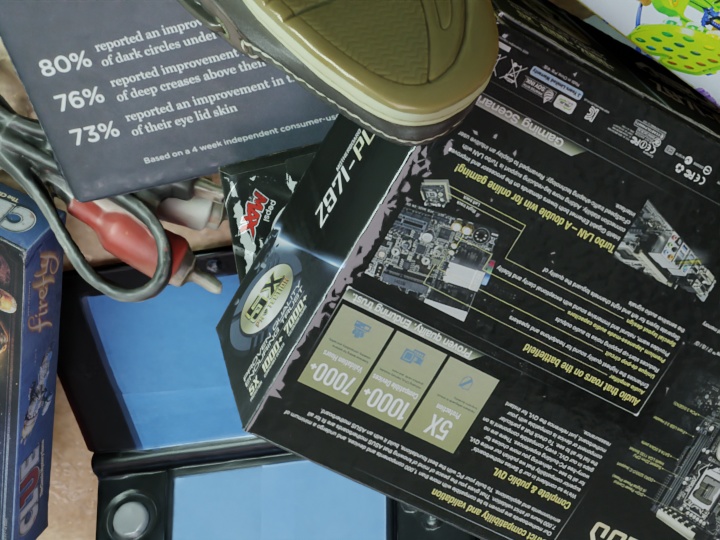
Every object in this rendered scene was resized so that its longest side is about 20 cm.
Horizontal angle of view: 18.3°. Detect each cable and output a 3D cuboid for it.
[{"bbox_3d":[-0.141,-0.047,0.987,0.198,0.098,0.050,20,163,0],"label":"cable"}]

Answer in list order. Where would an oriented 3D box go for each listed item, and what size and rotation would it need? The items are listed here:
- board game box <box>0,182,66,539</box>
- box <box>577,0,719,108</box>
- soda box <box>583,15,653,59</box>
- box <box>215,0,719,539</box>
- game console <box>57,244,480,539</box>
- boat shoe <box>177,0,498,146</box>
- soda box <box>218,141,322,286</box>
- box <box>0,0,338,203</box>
[{"bbox_3d":[-0.208,0.034,1.062,0.135,0.035,0.201,23,130,17],"label":"board game box"},{"bbox_3d":[0.113,-0.185,0.759,0.192,0.201,0.122,35,126,-16],"label":"box"},{"bbox_3d":[0.154,-0.086,0.895,0.199,0.069,0.063,-25,162,24],"label":"soda box"},{"bbox_3d":[0.077,0.011,0.779,0.199,0.086,0.165,25,106,-20],"label":"box"},{"bbox_3d":[-0.052,0.091,1.059,0.198,0.174,0.119,-9,152,16],"label":"game console"},{"bbox_3d":[-0.029,-0.104,0.722,0.201,0.071,0.066,46,152,27],"label":"boat shoe"},{"bbox_3d":[0.000,0.000,0.920,0.063,0.200,0.071,-13,80,9],"label":"soda box"},{"bbox_3d":[-0.070,-0.145,0.849,0.147,0.105,0.201,-11,123,14],"label":"box"}]
